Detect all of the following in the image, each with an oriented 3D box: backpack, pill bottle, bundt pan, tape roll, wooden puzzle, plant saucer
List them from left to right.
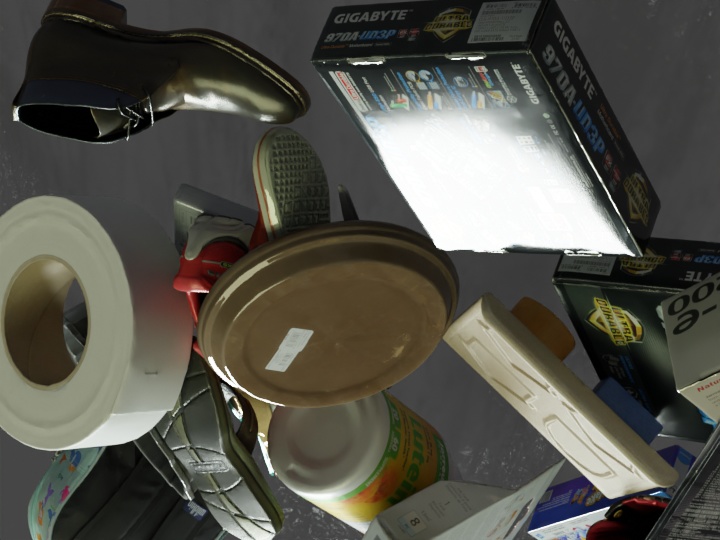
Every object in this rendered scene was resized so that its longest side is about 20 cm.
[{"bbox_3d":[-0.226,0.041,1.474,0.201,0.205,0.070,0,179,38],"label":"tape roll"},{"bbox_3d":[-0.220,0.221,1.779,0.177,0.201,0.150,39,168,-28],"label":"backpack"},{"bbox_3d":[-0.180,0.098,1.608,0.202,0.076,0.202,49,165,17],"label":"bundt pan"},{"bbox_3d":[-0.021,0.040,1.352,0.198,0.030,0.201,-9,142,-7],"label":"plant saucer"},{"bbox_3d":[0.013,0.165,1.577,0.110,0.112,0.200,6,161,31],"label":"pill bottle"},{"bbox_3d":[0.149,0.088,1.359,0.185,0.046,0.200,44,171,2],"label":"wooden puzzle"}]

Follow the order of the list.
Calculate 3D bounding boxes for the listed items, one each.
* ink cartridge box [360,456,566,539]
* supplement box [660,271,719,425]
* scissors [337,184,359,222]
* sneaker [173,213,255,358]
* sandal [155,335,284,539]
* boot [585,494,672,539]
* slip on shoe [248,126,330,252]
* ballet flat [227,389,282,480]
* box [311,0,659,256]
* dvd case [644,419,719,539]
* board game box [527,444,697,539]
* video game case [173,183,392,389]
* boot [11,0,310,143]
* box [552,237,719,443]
[{"bbox_3d":[0.070,0.227,1.576,0.047,0.199,0.161,48,140,21],"label":"ink cartridge box"},{"bbox_3d":[0.299,0.066,1.179,0.125,0.074,0.200,-29,134,27],"label":"supplement box"},{"bbox_3d":[0.000,0.000,1.383,0.073,0.014,0.200,6,147,35],"label":"scissors"},{"bbox_3d":[-0.099,0.040,1.450,0.076,0.086,0.201,8,147,29],"label":"sneaker"},{"bbox_3d":[-0.115,0.133,1.510,0.079,0.057,0.202,1,126,36],"label":"sandal"},{"bbox_3d":[0.220,0.225,1.440,0.198,0.074,0.150,-6,158,37],"label":"boot"},{"bbox_3d":[-0.056,-0.023,1.354,0.061,0.074,0.201,15,142,23],"label":"slip on shoe"},{"bbox_3d":[-0.076,0.119,1.656,0.062,0.069,0.201,-13,145,7],"label":"ballet flat"},{"bbox_3d":[0.083,-0.086,1.168,0.158,0.046,0.200,2,145,35],"label":"box"},{"bbox_3d":[0.284,0.136,1.192,0.147,0.016,0.201,7,140,-10],"label":"dvd case"},{"bbox_3d":[0.253,0.219,1.571,0.134,0.045,0.200,33,150,-15],"label":"board game box"},{"bbox_3d":[-0.057,0.016,1.490,0.198,0.022,0.183,20,151,6],"label":"video game case"},{"bbox_3d":[-0.138,-0.114,1.252,0.198,0.098,0.075,19,152,11],"label":"boot"},{"bbox_3d":[0.238,0.053,1.300,0.157,0.046,0.201,6,146,30],"label":"box"}]
